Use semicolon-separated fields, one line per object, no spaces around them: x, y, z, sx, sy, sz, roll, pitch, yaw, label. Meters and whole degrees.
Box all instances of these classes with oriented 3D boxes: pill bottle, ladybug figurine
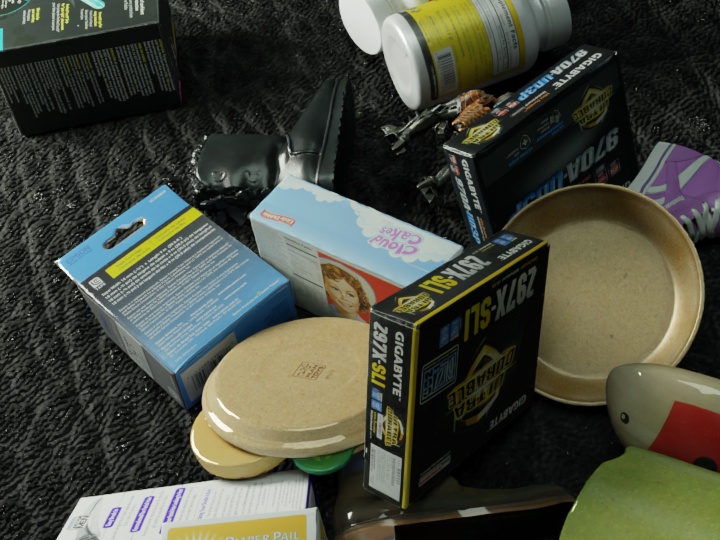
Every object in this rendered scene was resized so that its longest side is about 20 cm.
0.133;-0.264;1.264;0.199;0.112;0.112;-20;49;-11;pill bottle
0.286;0.135;0.884;0.199;0.136;0.072;19;76;9;ladybug figurine
0.076;-0.342;1.339;0.199;0.112;0.111;-34;53;-20;pill bottle

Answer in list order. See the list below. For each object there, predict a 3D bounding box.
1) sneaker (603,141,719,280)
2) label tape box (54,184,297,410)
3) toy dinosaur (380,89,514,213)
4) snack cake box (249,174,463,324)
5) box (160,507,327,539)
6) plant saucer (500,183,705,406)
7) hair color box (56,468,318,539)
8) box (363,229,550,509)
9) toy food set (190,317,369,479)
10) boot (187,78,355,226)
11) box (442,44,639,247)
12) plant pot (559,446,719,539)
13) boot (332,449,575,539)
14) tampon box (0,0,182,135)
0.309;-0.045;1.075;0.114;0.073;0.201;22;55;21;sneaker
-0.180;0.021;1.091;0.144;0.064;0.200;-38;54;-23;label tape box
0.100;-0.145;1.134;0.135;0.200;0.103;-34;69;8;toy dinosaur
0.000;0.000;1.049;0.199;0.115;0.067;24;56;26;snack cake box
-0.066;0.261;0.772;0.112;0.201;0.102;-6;48;3;box
0.208;0.023;1.007;0.199;0.035;0.202;-4;77;19;plant saucer
-0.134;0.216;0.884;0.198;0.065;0.109;-6;12;2;hair color box
0.080;0.073;0.899;0.049;0.161;0.200;18;29;33;box
-0.041;0.107;0.975;0.196;0.049;0.200;-1;30;11;toy food set
-0.092;-0.133;1.213;0.161;0.074;0.199;-1;49;12;boot
0.180;-0.100;1.078;0.200;0.160;0.046;-36;37;-23;box
0.246;0.219;0.788;0.184;0.201;0.200;24;56;40;plant pot
0.070;0.178;0.911;0.198;0.075;0.097;-11;51;1;boot
-0.323;-0.271;1.326;0.198;0.127;0.151;-10;49;-2;tampon box
